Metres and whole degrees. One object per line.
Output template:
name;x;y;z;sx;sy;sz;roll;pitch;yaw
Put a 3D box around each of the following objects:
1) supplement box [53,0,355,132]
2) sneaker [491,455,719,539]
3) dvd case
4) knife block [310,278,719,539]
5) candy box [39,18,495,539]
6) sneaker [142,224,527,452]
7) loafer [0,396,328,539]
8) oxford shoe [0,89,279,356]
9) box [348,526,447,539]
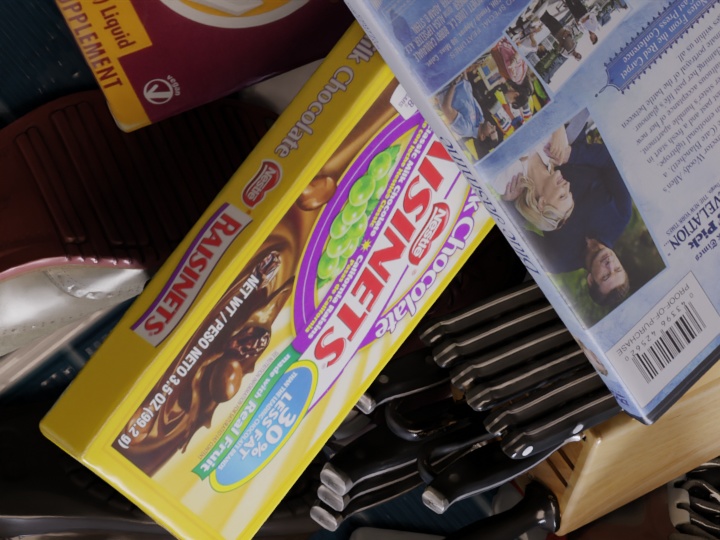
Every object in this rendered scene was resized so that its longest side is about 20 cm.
supplement box;-0.009;-0.141;0.940;0.199;0.086;0.111;-20;124;10
sneaker;0.112;0.093;1.076;0.077;0.200;0.082;42;89;-23
dvd case;0.091;-0.066;0.910;0.143;0.018;0.200;-43;122;-12
knife block;0.081;0.049;1.043;0.176;0.064;0.200;-43;155;15
candy box;-0.009;-0.006;0.915;0.200;0.026;0.102;-52;147;-6
sneaker;0.000;0.000;1.031;0.116;0.076;0.200;-52;158;-1
loafer;-0.108;0.089;1.076;0.199;0.073;0.072;0;134;-8
oxford shoe;-0.112;-0.011;1.028;0.199;0.071;0.075;-12;152;-18
box;0.081;0.233;1.133;0.199;0.199;0.172;12;114;-23
